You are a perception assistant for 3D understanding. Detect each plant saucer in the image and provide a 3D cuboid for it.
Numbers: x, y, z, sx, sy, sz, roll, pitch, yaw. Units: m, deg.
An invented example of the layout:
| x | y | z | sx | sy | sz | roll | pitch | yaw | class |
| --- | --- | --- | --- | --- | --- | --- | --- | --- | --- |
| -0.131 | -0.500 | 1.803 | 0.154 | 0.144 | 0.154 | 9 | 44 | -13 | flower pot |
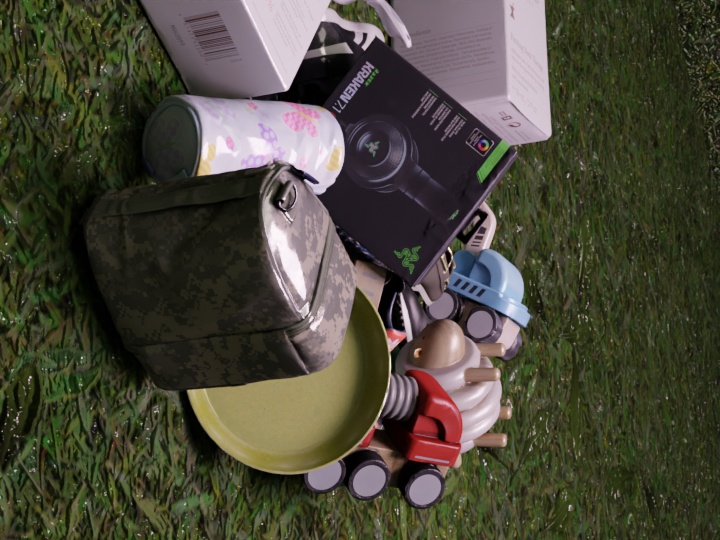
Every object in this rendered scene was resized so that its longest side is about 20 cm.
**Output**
| x | y | z | sx | sy | sz | roll | pitch | yaw | class |
| --- | --- | --- | --- | --- | --- | --- | --- | --- | --- |
| -0.069 | 0.088 | 1.268 | 0.031 | 0.197 | 0.203 | 154 | -66 | -72 | plant saucer |

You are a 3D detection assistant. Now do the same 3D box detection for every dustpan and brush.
| x | y | z | sx | sy | sz | roll | pitch | yaw | class |
| --- | --- | --- | --- | --- | --- | --- | --- | --- | --- |
| -0.009 | -0.321 | 1.496 | 0.202 | 0.057 | 0.139 | 63 | 24 | 7 | dustpan and brush |

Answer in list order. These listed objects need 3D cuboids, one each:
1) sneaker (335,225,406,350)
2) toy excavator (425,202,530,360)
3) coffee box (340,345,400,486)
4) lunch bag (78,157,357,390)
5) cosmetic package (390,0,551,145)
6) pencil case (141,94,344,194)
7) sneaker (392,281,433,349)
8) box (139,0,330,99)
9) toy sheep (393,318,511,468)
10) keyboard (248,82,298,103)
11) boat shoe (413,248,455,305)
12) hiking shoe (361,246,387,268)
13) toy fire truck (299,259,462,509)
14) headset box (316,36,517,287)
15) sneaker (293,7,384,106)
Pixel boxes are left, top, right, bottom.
| x | y | z | sx | sy | sz | roll | pitch | yaw | class |
| --- | --- | --- | --- | --- | --- | --- | --- | --- | --- |
| 0.000 | 0.000 | 1.456 | 0.075 | 0.084 | 0.203 | 10 | 58 | -55 | sneaker |
| 0.157 | -0.010 | 1.795 | 0.202 | 0.193 | 0.100 | -62 | 147 | -4 | toy excavator |
| -0.006 | 0.131 | 1.501 | 0.200 | 0.043 | 0.124 | -56 | 134 | -54 | coffee box |
| -0.115 | -0.005 | 1.123 | 0.169 | 0.197 | 0.141 | 60 | 34 | -43 | lunch bag |
| 0.143 | -0.278 | 1.769 | 0.167 | 0.164 | 0.203 | 25 | 61 | -61 | cosmetic package |
| -0.103 | -0.113 | 1.246 | 0.199 | 0.083 | 0.091 | -6 | 58 | -49 | pencil case |
| 0.083 | 0.093 | 1.624 | 0.089 | 0.070 | 0.203 | -24 | 115 | -21 | sneaker |
| -0.113 | -0.282 | 1.295 | 0.153 | 0.105 | 0.201 | 63 | 32 | -36 | box |
| 0.100 | 0.143 | 1.523 | 0.138 | 0.136 | 0.203 | -54 | 142 | -54 | toy sheep |
| -0.099 | -0.156 | 1.373 | 0.202 | 0.020 | 0.128 | -77 | 153 | -45 | keyboard |
| 0.086 | -0.006 | 1.662 | 0.073 | 0.060 | 0.202 | 64 | 7 | 13 | boat shoe |
| 0.020 | -0.059 | 1.517 | 0.074 | 0.086 | 0.202 | -32 | 152 | -53 | hiking shoe |
| 0.020 | 0.112 | 1.360 | 0.174 | 0.129 | 0.202 | 13 | 107 | -24 | toy fire truck |
| 0.043 | -0.103 | 1.388 | 0.199 | 0.175 | 0.093 | 40 | 4 | 4 | headset box |
| -0.028 | -0.218 | 1.501 | 0.199 | 0.072 | 0.114 | -1 | 87 | -66 | sneaker |
